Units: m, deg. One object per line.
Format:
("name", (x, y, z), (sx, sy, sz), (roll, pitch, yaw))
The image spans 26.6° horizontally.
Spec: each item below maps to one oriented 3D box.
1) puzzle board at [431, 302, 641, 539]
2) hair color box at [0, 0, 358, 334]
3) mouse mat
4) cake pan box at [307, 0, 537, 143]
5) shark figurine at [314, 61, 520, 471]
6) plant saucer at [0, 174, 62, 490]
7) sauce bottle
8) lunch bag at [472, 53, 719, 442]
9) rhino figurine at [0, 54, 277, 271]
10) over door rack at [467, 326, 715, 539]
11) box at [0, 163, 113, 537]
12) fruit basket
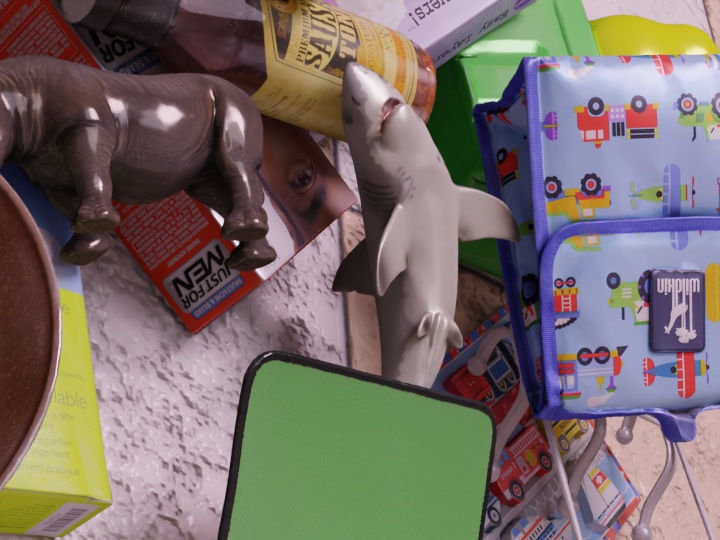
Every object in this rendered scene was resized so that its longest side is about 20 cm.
("puzzle board", (0.089, 0.113, 0.879), (0.152, 0.017, 0.200), (56, 37, 1))
("hair color box", (-0.101, -0.082, 0.776), (0.201, 0.064, 0.111), (53, 35, -5))
("mouse mat", (-0.005, 0.147, 0.679), (0.160, 0.007, 0.203), (17, 79, -40))
("cake pan box", (-0.008, -0.196, 0.884), (0.199, 0.052, 0.185), (-33, 83, -18))
("shark figurine", (0.006, 0.021, 0.764), (0.127, 0.089, 0.218), (22, 72, -42))
("plant saucer", (-0.206, 0.027, 0.540), (0.197, 0.037, 0.203), (6, 60, -10))
("sauce bottle", (-0.051, -0.110, 0.748), (0.198, 0.066, 0.067), (13, 53, -40))
("lunch bag", (0.154, -0.007, 0.823), (0.148, 0.094, 0.203), (-3, 79, -15))
("rhino figurine", (-0.120, -0.052, 0.653), (0.198, 0.060, 0.089), (4, 65, -38))
("over door rack", (0.142, 0.132, 0.843), (0.147, 0.067, 0.201), (25, 26, -35))
("box", (-0.174, 0.006, 0.637), (0.121, 0.047, 0.202), (14, 52, -42))
("fruit basket", (0.128, -0.104, 0.972), (0.213, 0.156, 0.218), (16, 53, -22))
